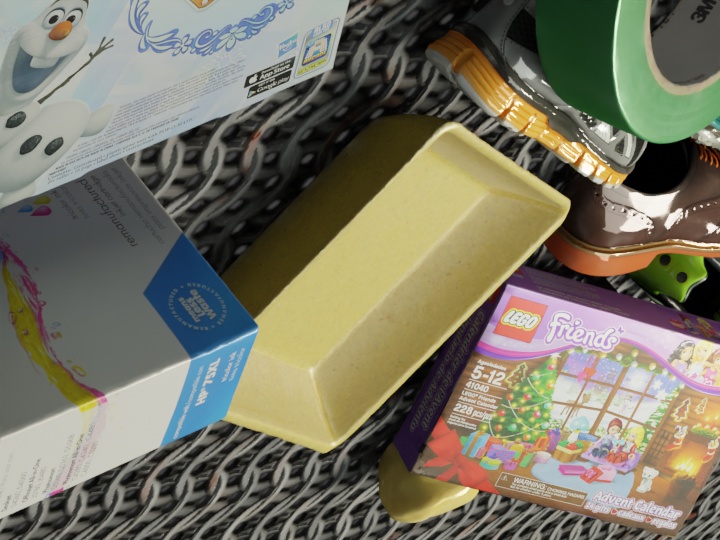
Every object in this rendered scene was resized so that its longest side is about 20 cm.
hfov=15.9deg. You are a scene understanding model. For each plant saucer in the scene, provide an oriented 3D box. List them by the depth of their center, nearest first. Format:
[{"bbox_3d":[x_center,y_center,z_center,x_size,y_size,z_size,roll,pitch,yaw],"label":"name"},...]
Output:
[{"bbox_3d":[0.000,0.000,1.366,0.200,0.048,0.200,-45,156,9],"label":"plant saucer"}]

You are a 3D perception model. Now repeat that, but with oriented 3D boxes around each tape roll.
[{"bbox_3d":[0.161,-0.163,1.253,0.200,0.048,0.201,-37,141,-38],"label":"tape roll"}]

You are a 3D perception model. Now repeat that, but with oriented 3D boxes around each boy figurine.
[{"bbox_3d":[0.098,0.092,1.629,0.200,0.064,0.124,-40,124,2],"label":"boy figurine"}]

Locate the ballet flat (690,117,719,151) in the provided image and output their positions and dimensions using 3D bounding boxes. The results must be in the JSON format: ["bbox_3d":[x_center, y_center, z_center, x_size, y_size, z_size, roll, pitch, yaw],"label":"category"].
[{"bbox_3d":[0.225,-0.099,1.520,0.199,0.072,0.072,-7,139,-49],"label":"ballet flat"}]

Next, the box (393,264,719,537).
[{"bbox_3d":[0.136,0.080,1.572,0.199,0.039,0.137,15,113,-26],"label":"box"}]

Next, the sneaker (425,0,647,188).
[{"bbox_3d":[0.109,-0.101,1.329,0.077,0.078,0.200,-53,155,8],"label":"sneaker"}]

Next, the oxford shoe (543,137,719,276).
[{"bbox_3d":[0.199,-0.052,1.549,0.199,0.071,0.073,-19,143,-40],"label":"oxford shoe"}]

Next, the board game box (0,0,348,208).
[{"bbox_3d":[-0.080,-0.129,1.034,0.199,0.043,0.199,-25,152,-31],"label":"board game box"}]

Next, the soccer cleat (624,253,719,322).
[{"bbox_3d":[0.217,0.008,1.660,0.068,0.081,0.200,-46,156,11],"label":"soccer cleat"}]

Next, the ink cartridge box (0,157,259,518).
[{"bbox_3d":[-0.158,0.037,1.108,0.199,0.116,0.067,-23,151,-36],"label":"ink cartridge box"}]
